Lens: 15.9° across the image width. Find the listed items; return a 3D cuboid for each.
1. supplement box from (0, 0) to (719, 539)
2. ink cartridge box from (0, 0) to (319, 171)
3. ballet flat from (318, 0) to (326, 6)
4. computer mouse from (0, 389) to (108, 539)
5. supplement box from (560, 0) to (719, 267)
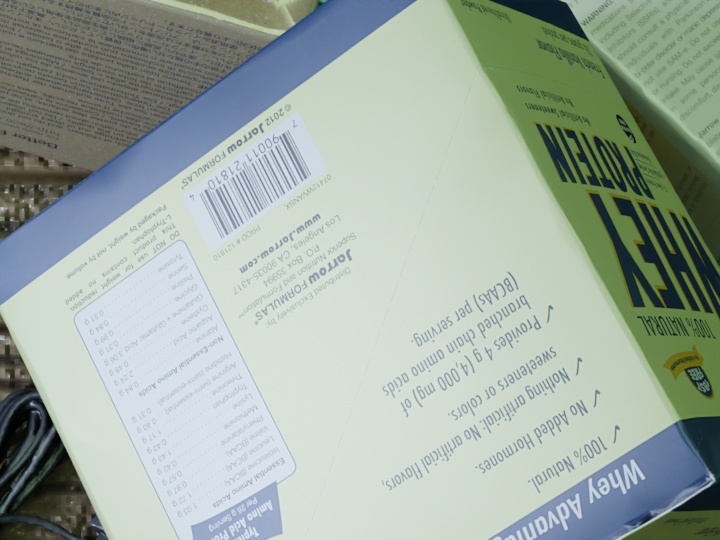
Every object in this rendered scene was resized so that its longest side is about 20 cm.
[{"bbox_3d":[0.015,0.034,0.879,0.200,0.134,0.200,-34,72,21],"label":"supplement box"},{"bbox_3d":[-0.118,-0.107,0.969,0.199,0.165,0.075,15,69,-5],"label":"ink cartridge box"},{"bbox_3d":[-0.085,-0.147,1.043,0.199,0.067,0.067,18,64,-11],"label":"ballet flat"},{"bbox_3d":[-0.083,0.142,0.959,0.200,0.046,0.141,36,70,3],"label":"computer mouse"},{"bbox_3d":[0.126,-0.058,1.005,0.073,0.126,0.200,-40,77,-19],"label":"supplement box"}]
